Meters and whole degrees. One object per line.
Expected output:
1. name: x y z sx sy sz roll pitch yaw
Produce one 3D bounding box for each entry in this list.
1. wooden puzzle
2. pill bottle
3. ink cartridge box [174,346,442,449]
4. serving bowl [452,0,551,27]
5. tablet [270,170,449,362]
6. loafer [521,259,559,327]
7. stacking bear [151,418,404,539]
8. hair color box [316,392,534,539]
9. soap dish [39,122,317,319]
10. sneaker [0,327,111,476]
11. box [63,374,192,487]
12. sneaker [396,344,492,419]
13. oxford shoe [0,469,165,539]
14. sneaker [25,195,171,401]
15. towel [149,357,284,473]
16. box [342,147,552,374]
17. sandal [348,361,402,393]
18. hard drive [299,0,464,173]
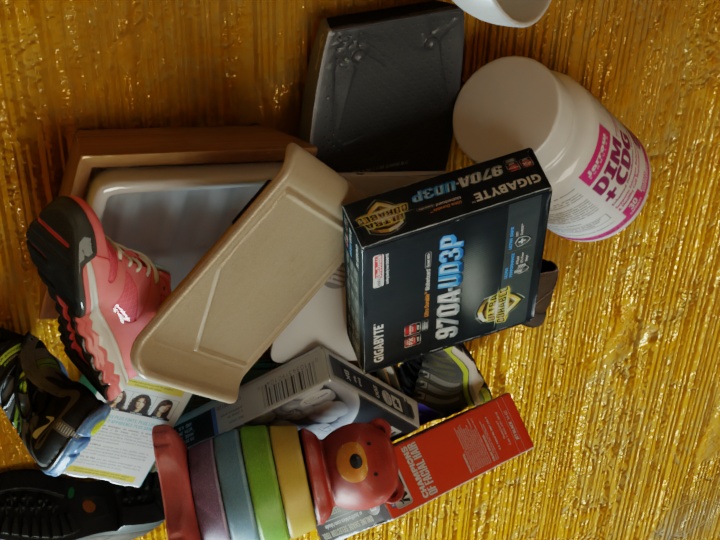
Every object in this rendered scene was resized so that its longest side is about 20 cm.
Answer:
1. wooden puzzle: -0.081 0.004 1.244 0.200 0.037 0.185 -53 158 3
2. pill bottle: 0.162 -0.102 1.387 0.113 0.113 0.200 -44 150 12
3. ink cartridge box: -0.052 0.154 1.501 0.198 0.043 0.200 -28 145 24
4. serving bowl: 0.082 -0.271 1.156 0.066 0.200 0.200 1 151 26
5. tablet: 0.000 0.000 1.376 0.130 0.014 0.200 -2 129 -19
6. loafer: 0.107 -0.007 1.487 0.200 0.073 0.071 17 106 -48
7. stacking bear: -0.065 0.179 1.398 0.200 0.122 0.114 -11 162 -3
8. hair color box: 0.055 0.186 1.544 0.200 0.064 0.111 -21 174 -42
9. soap dish: -0.147 -0.040 1.279 0.200 0.081 0.158 -4 132 -32
10. sneaker: -0.253 0.096 1.262 0.071 0.200 0.083 -49 121 -5
11. box: -0.189 0.094 1.401 0.082 0.049 0.200 15 121 -28
12. sneaker: 0.066 0.095 1.571 0.081 0.074 0.200 -33 145 0
13. oxford shoe: -0.273 0.226 1.477 0.200 0.073 0.084 6 145 -29
14. sneaker: -0.182 0.006 1.198 0.087 0.074 0.200 -34 147 -23
15. towel: -0.120 0.138 1.531 0.200 0.022 0.147 1 129 -36
16. box: 0.068 -0.004 1.326 0.159 0.046 0.200 -17 149 -11
17. sandal: -0.008 0.060 1.489 0.054 0.082 0.200 -19 143 9
18. hard drive: 0.012 -0.122 1.327 0.135 0.042 0.200 -14 132 -25
